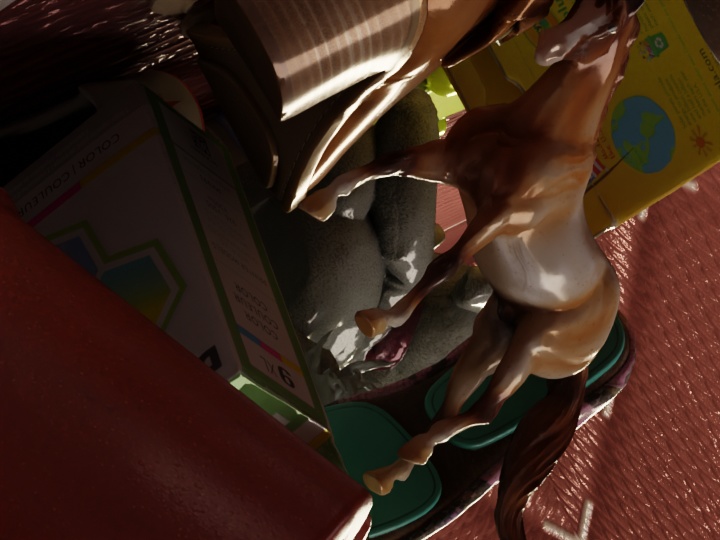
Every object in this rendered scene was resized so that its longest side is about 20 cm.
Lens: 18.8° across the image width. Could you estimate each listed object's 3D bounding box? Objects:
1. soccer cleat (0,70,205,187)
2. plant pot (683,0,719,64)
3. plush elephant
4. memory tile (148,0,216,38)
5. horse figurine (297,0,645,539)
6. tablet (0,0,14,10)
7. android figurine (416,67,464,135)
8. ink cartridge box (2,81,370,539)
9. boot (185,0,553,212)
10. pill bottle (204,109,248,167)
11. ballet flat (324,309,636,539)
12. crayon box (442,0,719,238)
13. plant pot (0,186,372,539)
[{"bbox_3d":[-0.149,-0.020,0.885,0.199,0.069,0.085,-31,165,25],"label":"soccer cleat"},{"bbox_3d":[0.204,-0.143,0.734,0.199,0.188,0.187,-21,178,24],"label":"plant pot"},{"bbox_3d":[0.000,0.000,0.946,0.164,0.201,0.154,-35,153,24],"label":"plush elephant"},{"bbox_3d":[-0.004,-0.123,0.770,0.152,0.017,0.200,-27,176,4],"label":"memory tile"},{"bbox_3d":[0.050,0.004,0.752,0.132,0.201,0.050,-36,-136,-25],"label":"horse figurine"},{"bbox_3d":[-0.107,-0.088,0.586,0.199,0.014,0.130,-28,176,31],"label":"tablet"},{"bbox_3d":[0.032,-0.098,1.173,0.199,0.041,0.182,-26,177,-24],"label":"android figurine"},{"bbox_3d":[-0.076,0.040,0.767,0.104,0.201,0.059,-36,139,16],"label":"ink cartridge box"},{"bbox_3d":[0.022,-0.097,0.742,0.154,0.077,0.200,-30,170,-11],"label":"boot"},{"bbox_3d":[-0.119,0.008,1.038,0.199,0.115,0.114,-25,176,-16],"label":"pill bottle"},{"bbox_3d":[0.021,0.074,0.829,0.199,0.069,0.071,-28,151,-23],"label":"ballet flat"},{"bbox_3d":[0.102,-0.094,0.879,0.199,0.128,0.051,-30,-177,-34],"label":"crayon box"},{"bbox_3d":[-0.114,0.079,0.640,0.201,0.194,0.201,-55,170,-15],"label":"plant pot"}]
